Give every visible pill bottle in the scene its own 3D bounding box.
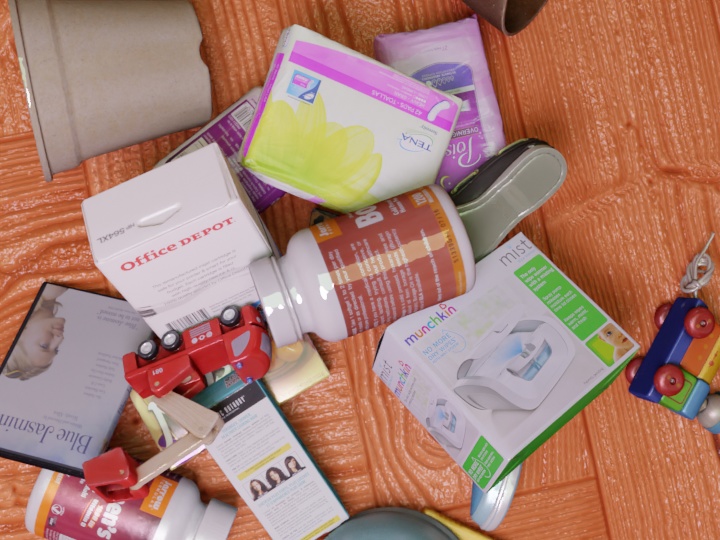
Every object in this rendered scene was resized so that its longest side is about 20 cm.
[{"bbox_3d":[-0.152,-0.096,1.086,0.200,0.112,0.112,-39,89,-4],"label":"pill bottle"},{"bbox_3d":[-0.237,0.256,1.060,0.199,0.110,0.110,21,86,-1],"label":"pill bottle"},{"bbox_3d":[0.000,0.000,0.962,0.199,0.112,0.113,-20,87,-7],"label":"pill bottle"}]

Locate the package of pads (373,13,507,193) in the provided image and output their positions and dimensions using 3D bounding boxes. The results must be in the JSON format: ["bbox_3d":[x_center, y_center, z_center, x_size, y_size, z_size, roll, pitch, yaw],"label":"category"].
[{"bbox_3d":[0.091,-0.172,1.120,0.120,0.076,0.201,-12,87,-1],"label":"package of pads"}]

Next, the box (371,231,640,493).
[{"bbox_3d":[0.145,0.090,1.029,0.200,0.097,0.177,-33,69,-26],"label":"box"}]

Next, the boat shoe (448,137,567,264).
[{"bbox_3d":[0.123,-0.063,1.058,0.201,0.061,0.072,-37,116,7],"label":"boat shoe"}]

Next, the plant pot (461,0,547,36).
[{"bbox_3d":[0.122,-0.386,1.097,0.200,0.187,0.187,33,85,15],"label":"plant pot"}]

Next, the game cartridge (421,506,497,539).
[{"bbox_3d":[0.124,0.381,1.109,0.199,0.032,0.177,25,85,2],"label":"game cartridge"}]

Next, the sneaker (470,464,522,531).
[{"bbox_3d":[0.112,0.172,1.098,0.130,0.080,0.201,13,76,-3],"label":"sneaker"}]

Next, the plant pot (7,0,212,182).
[{"bbox_3d":[-0.258,-0.207,1.064,0.183,0.200,0.202,-11,87,-15],"label":"plant pot"}]

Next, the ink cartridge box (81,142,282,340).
[{"bbox_3d":[-0.162,-0.014,1.001,0.145,0.200,0.085,-24,55,0],"label":"ink cartridge box"}]

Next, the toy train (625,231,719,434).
[{"bbox_3d":[0.391,0.073,1.118,0.115,0.085,0.201,30,85,-11],"label":"toy train"}]

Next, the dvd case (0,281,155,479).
[{"bbox_3d":[-0.307,0.110,1.057,0.142,0.018,0.201,12,59,9],"label":"dvd case"}]

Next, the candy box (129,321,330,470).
[{"bbox_3d":[-0.146,0.114,1.101,0.199,0.056,0.117,-30,88,-5],"label":"candy box"}]

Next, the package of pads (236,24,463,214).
[{"bbox_3d":[-0.011,-0.136,1.023,0.199,0.068,0.155,20,91,-18],"label":"package of pads"}]

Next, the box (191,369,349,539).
[{"bbox_3d":[-0.097,0.201,1.062,0.082,0.049,0.200,-32,112,-4],"label":"box"}]

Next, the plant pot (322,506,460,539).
[{"bbox_3d":[0.021,0.346,1.029,0.199,0.134,0.201,-2,79,12],"label":"plant pot"}]

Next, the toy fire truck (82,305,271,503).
[{"bbox_3d":[-0.173,0.128,0.984,0.199,0.049,0.141,-22,53,2],"label":"toy fire truck"}]

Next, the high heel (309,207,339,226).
[{"bbox_3d":[0.048,-0.047,1.109,0.199,0.071,0.143,-32,95,5],"label":"high heel"}]
